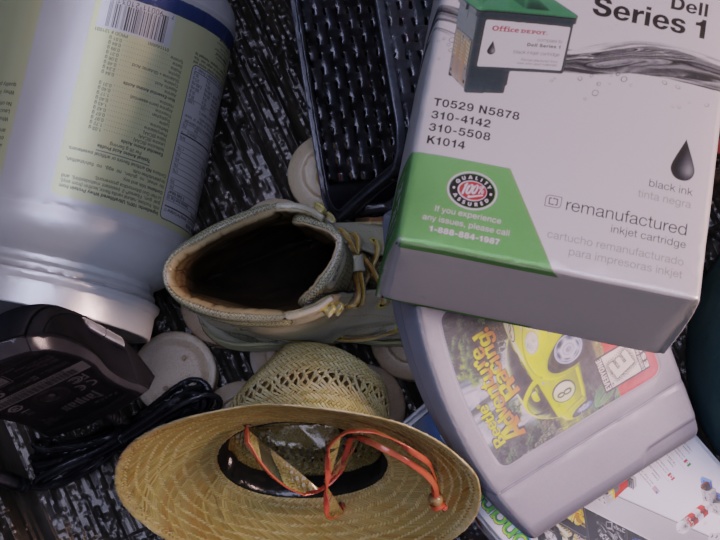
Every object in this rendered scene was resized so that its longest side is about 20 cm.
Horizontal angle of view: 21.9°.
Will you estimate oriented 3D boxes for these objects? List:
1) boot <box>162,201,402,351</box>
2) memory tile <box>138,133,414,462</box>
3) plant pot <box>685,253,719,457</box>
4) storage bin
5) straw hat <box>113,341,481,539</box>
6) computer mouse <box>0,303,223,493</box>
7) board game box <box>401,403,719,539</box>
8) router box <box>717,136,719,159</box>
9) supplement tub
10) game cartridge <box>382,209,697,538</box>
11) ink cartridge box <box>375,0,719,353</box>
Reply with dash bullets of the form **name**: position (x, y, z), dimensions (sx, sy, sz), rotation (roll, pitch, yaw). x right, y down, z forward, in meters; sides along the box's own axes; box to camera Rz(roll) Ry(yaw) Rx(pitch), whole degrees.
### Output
- **boot**: position (0.000, 0.000, 1.004), dimensions (0.200, 0.155, 0.072), rotation (-8, 81, 2)
- **memory tile**: position (-0.024, 0.030, 1.088), dimensions (0.153, 0.017, 0.200), rotation (37, 84, 8)
- **plant pot**: position (0.285, 0.040, 1.012), dimensions (0.200, 0.135, 0.200), rotation (-1, 80, 3)
- **storage bin**: position (0.028, -0.139, 1.040), dimensions (0.094, 0.135, 0.200), rotation (-5, 78, -19)
- **straw hat**: position (-0.029, 0.087, 1.012), dimensions (0.201, 0.201, 0.085), rotation (3, 56, 3)
- **computer mouse**: position (-0.179, 0.067, 1.003), dimensions (0.140, 0.200, 0.046), rotation (-27, 66, 18)
- **board game box**: position (0.133, 0.125, 1.052), dimensions (0.126, 0.035, 0.200), rotation (-39, 81, -8)
- **router box**: position (0.261, -0.126, 1.003), dimensions (0.150, 0.200, 0.062), rotation (-4, 70, -2)
- **supplement tub**: position (-0.157, -0.069, 1.045), dimensions (0.145, 0.145, 0.200), rotation (11, 81, 4)
- **game cartridge**: position (0.092, 0.037, 0.980), dimensions (0.133, 0.041, 0.200), rotation (-29, 112, -12)
- **ink cartridge box**: position (0.098, -0.076, 0.905), dimensions (0.146, 0.084, 0.200), rotation (11, 68, -1)
